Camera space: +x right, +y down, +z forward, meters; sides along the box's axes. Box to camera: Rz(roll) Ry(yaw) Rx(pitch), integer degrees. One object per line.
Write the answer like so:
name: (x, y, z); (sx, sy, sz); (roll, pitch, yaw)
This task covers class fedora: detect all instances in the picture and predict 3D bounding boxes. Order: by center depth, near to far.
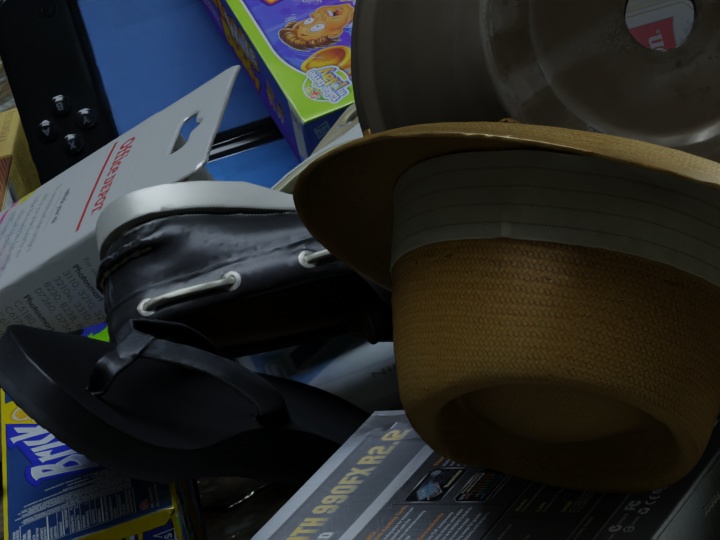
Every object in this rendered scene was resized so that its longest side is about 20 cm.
fedora: (0.064, 0.020, 0.938); (0.200, 0.200, 0.082); (-1, 69, 39)

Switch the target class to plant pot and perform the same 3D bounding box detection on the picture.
plant pot: (0.094, -0.080, 1.017); (0.200, 0.200, 0.174); (-18, -1, 1)

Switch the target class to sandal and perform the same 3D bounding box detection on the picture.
sandal: (-0.055, 0.041, 1.059); (0.076, 0.043, 0.200); (39, 17, 35)

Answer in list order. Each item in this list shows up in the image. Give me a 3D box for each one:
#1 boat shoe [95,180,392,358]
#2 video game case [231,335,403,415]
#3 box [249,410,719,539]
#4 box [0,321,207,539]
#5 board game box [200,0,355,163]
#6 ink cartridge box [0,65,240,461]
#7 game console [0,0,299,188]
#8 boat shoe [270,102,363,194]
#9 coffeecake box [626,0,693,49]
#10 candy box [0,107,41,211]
boat shoe: (0.000, 0.000, 1.128); (0.199, 0.074, 0.060); (-2, 58, -8)
video game case: (0.029, 0.001, 1.252); (0.182, 0.022, 0.200); (-20, 28, -5)
box: (0.028, 0.112, 0.966); (0.158, 0.048, 0.200); (-4, 25, 34)
box: (-0.094, 0.086, 1.104); (0.064, 0.070, 0.200); (-16, 21, -1)
board game box: (0.000, -0.137, 1.378); (0.134, 0.045, 0.200); (-23, 48, -10)
ink cartridge box: (-0.119, 0.007, 1.249); (0.200, 0.068, 0.115); (-31, 19, 19)
game console: (-0.063, -0.086, 1.405); (0.200, 0.171, 0.118); (-18, -5, -3)
boat shoe: (0.016, -0.036, 1.238); (0.200, 0.075, 0.068); (-34, 13, -25)
coffeecake box: (0.201, -0.110, 1.232); (0.200, 0.154, 0.073); (-16, 19, 8)
candy box: (-0.219, -0.012, 1.476); (0.116, 0.057, 0.200); (-17, 20, 5)
